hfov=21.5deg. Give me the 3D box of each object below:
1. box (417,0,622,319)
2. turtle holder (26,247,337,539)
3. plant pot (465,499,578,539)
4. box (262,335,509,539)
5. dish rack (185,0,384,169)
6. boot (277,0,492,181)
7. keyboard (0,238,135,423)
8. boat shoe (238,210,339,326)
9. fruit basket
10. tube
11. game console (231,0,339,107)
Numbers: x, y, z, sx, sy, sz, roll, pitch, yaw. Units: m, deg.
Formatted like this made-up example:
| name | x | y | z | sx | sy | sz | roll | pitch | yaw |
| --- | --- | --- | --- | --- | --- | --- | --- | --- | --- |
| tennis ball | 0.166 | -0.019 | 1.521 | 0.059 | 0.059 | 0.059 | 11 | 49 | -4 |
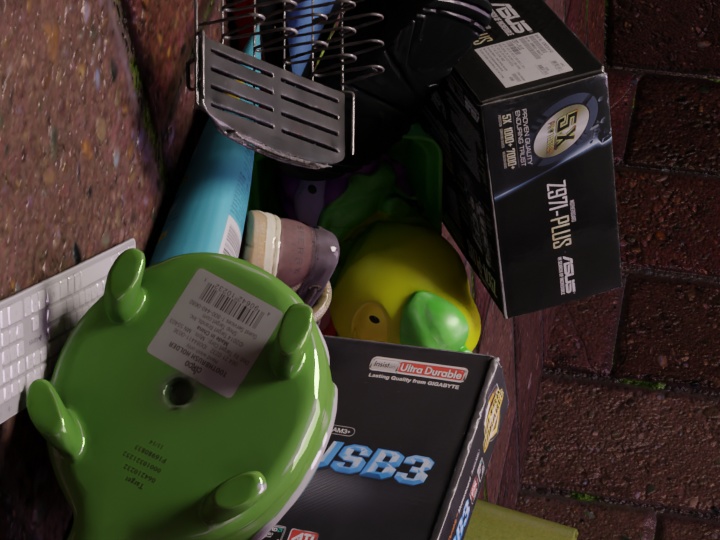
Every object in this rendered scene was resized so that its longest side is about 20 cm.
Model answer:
| name | x | y | z | sx | sy | sz | roll | pitch | yaw |
| --- | --- | --- | --- | --- | --- | --- | --- | --- | --- |
| box | 0.094 | -0.093 | 1.264 | 0.200 | 0.086 | 0.164 | -119 | -163 | -56 |
| turtle holder | -0.081 | 0.090 | 0.945 | 0.132 | 0.141 | 0.186 | 68 | 22 | -70 |
| plant pot | 0.157 | 0.353 | 2.226 | 0.200 | 0.184 | 0.201 | 8 | 90 | -78 |
| box | -0.040 | 0.123 | 1.030 | 0.050 | 0.200 | 0.199 | 73 | 32 | -48 |
| dish rack | -0.038 | -0.163 | 1.092 | 0.153 | 0.055 | 0.200 | 15 | 70 | -50 |
| boot | 0.001 | -0.174 | 1.218 | 0.198 | 0.073 | 0.163 | -46 | -135 | 33 |
| keyboard | -0.148 | 0.027 | 0.963 | 0.200 | 0.011 | 0.056 | -40 | 136 | -74 |
| boat shoe | -0.051 | 0.015 | 1.211 | 0.200 | 0.065 | 0.072 | 111 | -13 | -70 |
| fruit basket | 0.000 | 0.000 | 1.299 | 0.216 | 0.155 | 0.216 | 178 | -90 | -90 |
| tube | -0.084 | -0.056 | 1.141 | 0.077 | 0.050 | 0.200 | 114 | -9 | -49 |
| game console | -0.045 | -0.215 | 1.265 | 0.200 | 0.031 | 0.177 | -70 | 164 | -49 |
